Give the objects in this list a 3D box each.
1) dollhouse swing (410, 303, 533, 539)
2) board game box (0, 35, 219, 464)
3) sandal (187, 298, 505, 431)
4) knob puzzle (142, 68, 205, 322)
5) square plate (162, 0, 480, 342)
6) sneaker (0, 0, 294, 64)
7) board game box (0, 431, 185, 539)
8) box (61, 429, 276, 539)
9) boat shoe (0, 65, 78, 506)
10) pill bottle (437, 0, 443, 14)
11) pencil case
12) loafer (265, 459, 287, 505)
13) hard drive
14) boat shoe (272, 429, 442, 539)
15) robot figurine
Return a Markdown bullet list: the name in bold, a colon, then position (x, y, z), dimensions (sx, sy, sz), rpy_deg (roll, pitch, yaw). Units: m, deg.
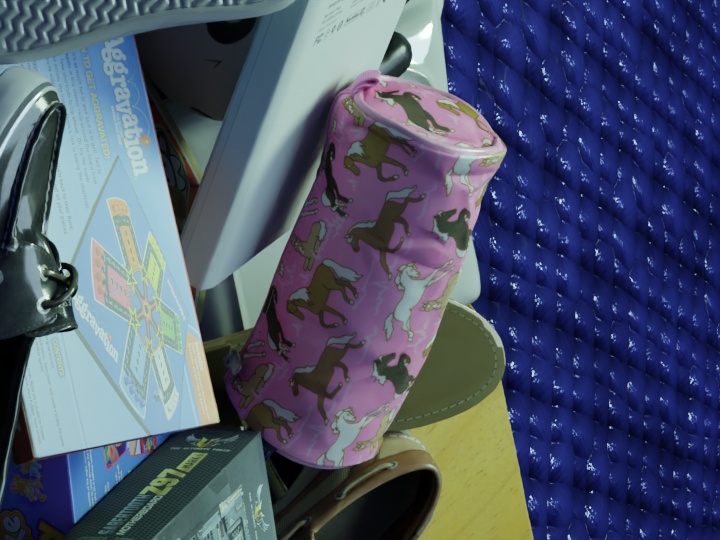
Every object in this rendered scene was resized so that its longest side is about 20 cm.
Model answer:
- **dollhouse swing**: position (0.006, 0.116, 1.567), dimensions (0.182, 0.176, 0.200), rpy_deg (-31, 125, -28)
- **board game box**: position (-0.129, -0.020, 1.137), dimensions (0.103, 0.019, 0.200), rpy_deg (-9, 84, -38)
- **sandal**: position (-0.032, 0.050, 1.364), dimensions (0.070, 0.211, 0.078), rpy_deg (-159, -119, -65)
- **knob puzzle**: position (-0.114, -0.041, 1.223), dimensions (0.220, 0.030, 0.220), rpy_deg (49, 33, -46)
- **square plate**: position (-0.017, -0.031, 1.405), dimensions (0.198, 0.028, 0.200), rpy_deg (-25, 121, -27)
- **sneaker**: position (-0.127, -0.134, 1.101), dimensions (0.118, 0.200, 0.074), rpy_deg (-128, -143, -75)
- **board game box**: position (-0.126, 0.137, 1.235), dimensions (0.134, 0.045, 0.200), rpy_deg (-32, 119, -67)
- **box**: position (-0.082, 0.196, 1.215), dimensions (0.158, 0.051, 0.200), rpy_deg (-43, 129, -63)
- **boat shoe**: position (-0.150, 0.018, 1.058), dimensions (0.070, 0.066, 0.200), rpy_deg (9, 100, -79)
- **pill bottle**: position (-0.002, -0.191, 1.483), dimensions (0.111, 0.111, 0.200), rpy_deg (54, 40, -58)
- **pencil case**: position (0.000, 0.000, 1.251), dimensions (0.086, 0.083, 0.200), rpy_deg (4, 120, -37)
- **loafer**: position (-0.039, 0.166, 1.432), dimensions (0.073, 0.072, 0.200), rpy_deg (-68, 150, -44)
- **hard drive**: position (-0.022, -0.097, 1.214), dimensions (0.132, 0.027, 0.200), rpy_deg (-39, 156, -55)
- **boat shoe**: position (-0.030, 0.165, 1.356), dimensions (0.076, 0.072, 0.200), rpy_deg (40, 82, -29)
- **robot figurine**: position (-0.035, -0.165, 1.313), dimensions (0.200, 0.150, 0.125), rpy_deg (-45, 169, -27)
